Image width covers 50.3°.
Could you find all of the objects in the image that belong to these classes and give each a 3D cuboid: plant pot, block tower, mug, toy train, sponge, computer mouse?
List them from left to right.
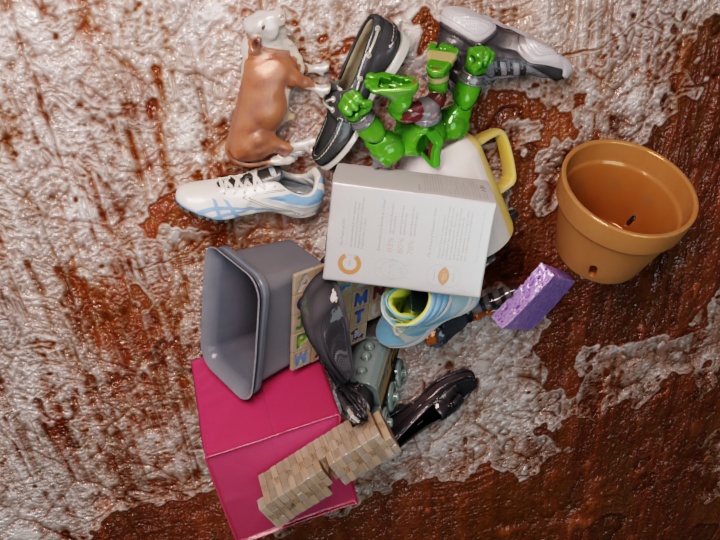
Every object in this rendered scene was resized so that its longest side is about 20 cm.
[{"bbox_3d":[-0.047,0.264,1.037,0.198,0.058,0.054,-33,127,1],"label":"block tower"},{"bbox_3d":[-0.043,0.096,1.008,0.052,0.139,0.203,-16,119,-12],"label":"computer mouse"},{"bbox_3d":[0.016,0.164,1.163,0.084,0.201,0.115,1,126,17],"label":"toy train"},{"bbox_3d":[0.127,-0.119,1.068,0.147,0.187,0.155,-6,121,25],"label":"mug"},{"bbox_3d":[0.276,0.044,1.204,0.112,0.030,0.199,-50,159,13],"label":"sponge"},{"bbox_3d":[0.377,-0.076,1.140,0.197,0.202,0.141,-8,140,-14],"label":"plant pot"}]

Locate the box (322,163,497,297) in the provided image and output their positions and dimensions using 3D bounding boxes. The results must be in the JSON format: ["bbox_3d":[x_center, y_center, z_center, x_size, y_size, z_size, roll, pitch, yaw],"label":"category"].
[{"bbox_3d":[0.059,-0.052,0.957,0.196,0.098,0.126,7,112,0],"label":"box"}]

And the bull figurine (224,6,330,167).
[{"bbox_3d":[-0.103,-0.219,0.940,0.120,0.065,0.202,10,119,-21],"label":"bull figurine"}]

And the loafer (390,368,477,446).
[{"bbox_3d":[0.122,0.247,1.326,0.198,0.063,0.072,-31,127,2],"label":"loafer"}]

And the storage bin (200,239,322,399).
[{"bbox_3d":[-0.138,0.052,1.075,0.133,0.145,0.203,-20,131,-41],"label":"storage bin"}]

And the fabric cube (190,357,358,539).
[{"bbox_3d":[-0.129,0.242,1.150,0.197,0.200,0.199,-16,125,-9],"label":"fabric cube"}]

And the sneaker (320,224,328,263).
[{"bbox_3d":[0.000,0.000,1.114,0.114,0.076,0.203,5,117,-20],"label":"sneaker"}]

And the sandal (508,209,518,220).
[{"bbox_3d":[0.154,-0.030,1.128,0.199,0.075,0.048,-31,101,-20],"label":"sandal"}]

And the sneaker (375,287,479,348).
[{"bbox_3d":[0.056,0.056,1.051,0.129,0.081,0.200,-6,156,-43],"label":"sneaker"}]

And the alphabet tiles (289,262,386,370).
[{"bbox_3d":[-0.014,0.044,1.086,0.198,0.008,0.169,-21,133,-31],"label":"alphabet tiles"}]

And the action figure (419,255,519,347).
[{"bbox_3d":[0.140,0.042,1.179,0.192,0.105,0.201,-33,130,-9],"label":"action figure"}]

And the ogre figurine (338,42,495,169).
[{"bbox_3d":[0.070,-0.194,0.937,0.199,0.098,0.121,-39,144,-28],"label":"ogre figurine"}]

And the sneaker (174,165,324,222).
[{"bbox_3d":[-0.142,-0.107,0.996,0.197,0.072,0.073,-4,129,-22],"label":"sneaker"}]

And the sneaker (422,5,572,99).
[{"bbox_3d":[0.176,-0.263,1.010,0.197,0.076,0.115,15,117,-20],"label":"sneaker"}]

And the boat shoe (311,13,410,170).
[{"bbox_3d":[-0.015,-0.225,0.969,0.060,0.076,0.202,25,99,-32],"label":"boat shoe"}]
